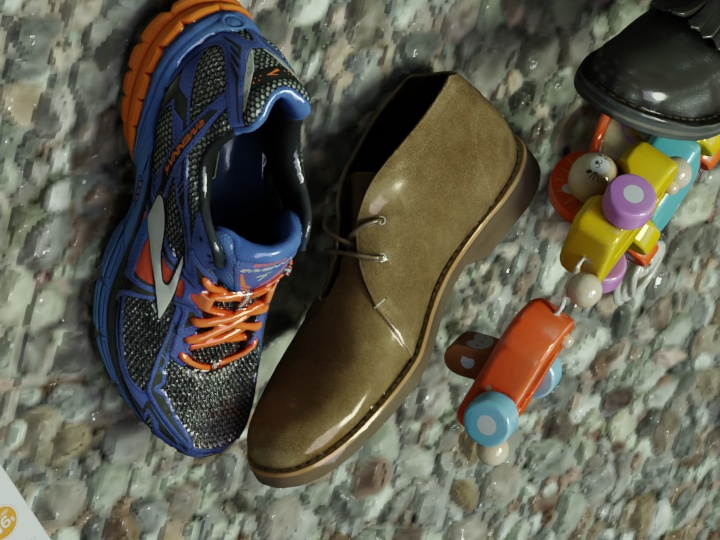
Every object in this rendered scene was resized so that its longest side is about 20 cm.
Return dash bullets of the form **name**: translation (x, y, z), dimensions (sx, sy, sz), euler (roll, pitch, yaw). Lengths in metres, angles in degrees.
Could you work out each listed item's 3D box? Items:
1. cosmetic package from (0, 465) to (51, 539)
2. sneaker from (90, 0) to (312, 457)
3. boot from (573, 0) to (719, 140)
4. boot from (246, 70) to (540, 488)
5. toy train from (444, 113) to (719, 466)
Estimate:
- **cosmetic package**: translation (-0.223, 0.139, 1.064), dimensions (0.200, 0.051, 0.083), euler (-41, 135, -14)
- **sneaker**: translation (-0.060, -0.008, 1.096), dimensions (0.075, 0.078, 0.201), euler (-17, 124, -32)
- **boot**: translation (0.175, -0.160, 1.149), dimensions (0.199, 0.069, 0.175), euler (-31, 145, -40)
- **boot**: translation (0.000, 0.000, 1.151), dimensions (0.201, 0.073, 0.076), euler (-58, 133, -24)
- **toy train**: translation (0.097, -0.007, 1.225), dimensions (0.200, 0.055, 0.151), euler (-42, 163, -55)
